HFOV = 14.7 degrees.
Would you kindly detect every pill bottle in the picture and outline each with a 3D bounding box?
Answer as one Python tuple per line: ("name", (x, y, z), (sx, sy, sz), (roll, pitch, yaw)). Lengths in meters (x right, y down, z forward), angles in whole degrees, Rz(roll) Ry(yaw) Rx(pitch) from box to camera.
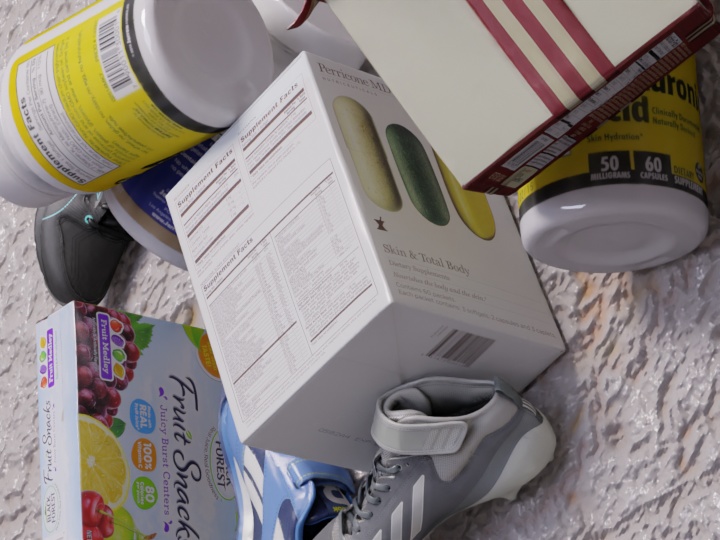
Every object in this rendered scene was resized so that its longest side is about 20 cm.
("pill bottle", (-0.080, -0.104, 1.900), (0.200, 0.115, 0.116), (-55, 44, 21))
("pill bottle", (-0.162, -0.117, 1.821), (0.200, 0.114, 0.115), (-23, 61, 40))
("pill bottle", (0.143, -0.109, 1.643), (0.111, 0.111, 0.201), (-24, 61, 43))

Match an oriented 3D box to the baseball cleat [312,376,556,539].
("baseball cleat", (0.020, 0.126, 1.699), (0.200, 0.106, 0.070), (-36, 32, 16))

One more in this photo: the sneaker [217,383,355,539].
("sneaker", (-0.040, 0.137, 1.814), (0.082, 0.074, 0.201), (-22, 70, 42))

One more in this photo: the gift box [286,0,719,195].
("gift box", (0.062, -0.153, 1.501), (0.200, 0.185, 0.187), (-36, 83, 5))

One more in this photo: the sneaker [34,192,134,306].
("sneaker", (-0.181, -0.067, 2.038), (0.079, 0.075, 0.201), (11, 87, 48))

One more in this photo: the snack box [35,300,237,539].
("snack box", (-0.146, 0.132, 1.880), (0.053, 0.142, 0.201), (-25, 61, 43))

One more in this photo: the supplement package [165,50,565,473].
("supplement package", (0.000, 0.000, 1.744), (0.151, 0.151, 0.200), (-44, 48, 31))
